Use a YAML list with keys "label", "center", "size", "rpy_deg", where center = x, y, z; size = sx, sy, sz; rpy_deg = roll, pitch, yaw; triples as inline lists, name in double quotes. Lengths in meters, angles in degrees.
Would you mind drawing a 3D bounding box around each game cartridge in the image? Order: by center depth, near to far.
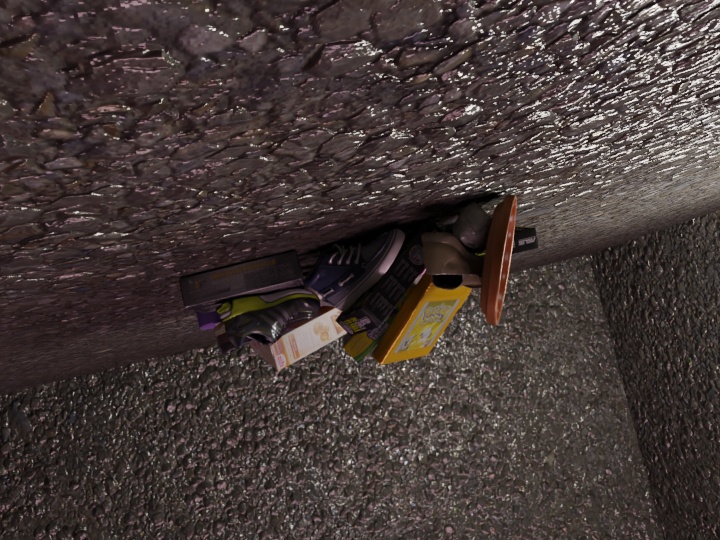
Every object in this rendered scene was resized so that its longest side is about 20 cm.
- label: "game cartridge"
  center: [0.124, 0.080, 1.143]
  size: [0.174, 0.032, 0.203]
  rpy_deg: [-1, 130, -53]

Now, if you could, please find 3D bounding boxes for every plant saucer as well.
- label: "plant saucer"
  center: [0.219, -0.018, 0.998]
  size: [0.031, 0.207, 0.200]
  rpy_deg: [8, 180, 16]

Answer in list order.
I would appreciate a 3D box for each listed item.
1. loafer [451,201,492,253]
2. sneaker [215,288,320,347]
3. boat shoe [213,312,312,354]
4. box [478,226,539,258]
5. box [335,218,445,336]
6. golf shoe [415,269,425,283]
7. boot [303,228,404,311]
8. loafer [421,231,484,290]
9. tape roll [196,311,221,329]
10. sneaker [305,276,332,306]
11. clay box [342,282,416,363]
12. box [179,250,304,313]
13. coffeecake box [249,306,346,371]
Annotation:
- label: "loafer"
  center: [0.184, -0.059, 1.053]
  size: [0.070, 0.070, 0.200]
  rpy_deg: [-45, 162, 3]
- label: "sneaker"
  center: [-0.151, 0.082, 1.073]
  size: [0.196, 0.084, 0.073]
  rpy_deg: [-9, 173, -37]
- label: "boat shoe"
  center: [-0.182, 0.114, 1.207]
  size: [0.195, 0.067, 0.072]
  rpy_deg: [-11, 173, -26]
- label: "box"
  center: [0.231, -0.048, 1.250]
  size: [0.187, 0.049, 0.200]
  rpy_deg: [-11, -174, -5]
- label: "box"
  center: [0.049, 0.016, 1.077]
  size: [0.201, 0.044, 0.160]
  rpy_deg: [-52, -172, -20]
- label: "golf shoe"
  center: [0.183, -0.023, 1.398]
  size: [0.197, 0.077, 0.091]
  rpy_deg: [-33, 135, 19]
- label: "boot"
  center: [-0.015, -0.014, 1.035]
  size: [0.200, 0.089, 0.074]
  rpy_deg: [-47, -163, 36]
- label: "loafer"
  center: [0.146, -0.001, 1.000]
  size: [0.074, 0.070, 0.199]
  rpy_deg: [6, 166, 35]
- label: "tape roll"
  center: [-0.233, 0.064, 1.263]
  size: [0.194, 0.068, 0.200]
  rpy_deg: [-15, 174, -2]
- label: "sneaker"
  center: [-0.027, 0.038, 1.240]
  size: [0.194, 0.083, 0.089]
  rpy_deg: [-10, -145, -11]
- label: "clay box"
  center: [0.049, 0.076, 1.168]
  size: [0.200, 0.048, 0.115]
  rpy_deg: [-46, -176, 1]
- label: "box"
  center: [-0.195, 0.024, 1.074]
  size: [0.194, 0.050, 0.158]
  rpy_deg: [-14, 173, -4]
- label: "coffeecake box"
  center: [-0.137, 0.119, 1.372]
  size: [0.197, 0.075, 0.152]
  rpy_deg: [-27, -154, -26]
